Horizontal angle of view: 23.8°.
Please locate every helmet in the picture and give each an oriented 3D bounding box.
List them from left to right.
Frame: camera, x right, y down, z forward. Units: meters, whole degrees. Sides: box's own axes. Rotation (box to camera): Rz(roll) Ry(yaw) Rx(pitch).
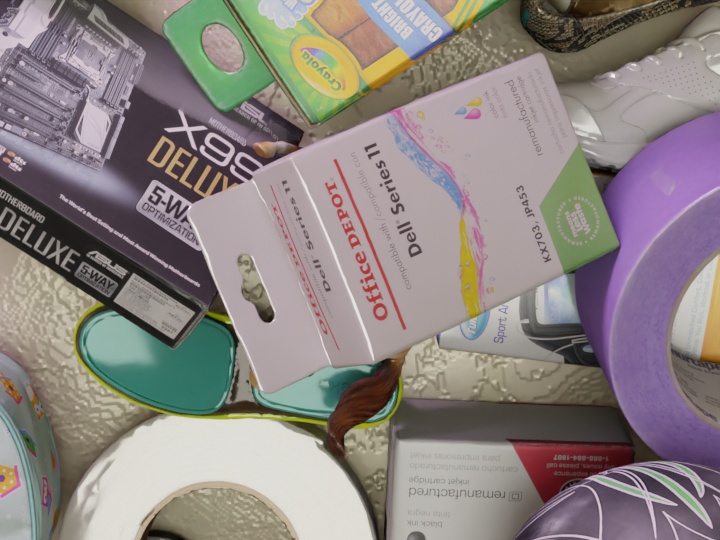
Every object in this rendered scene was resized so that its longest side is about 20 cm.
[{"bbox_3d":[0.161,0.195,0.910,0.200,0.200,0.191,-9,105,2],"label":"helmet"}]

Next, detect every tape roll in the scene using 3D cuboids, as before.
[{"bbox_3d":[-0.086,0.180,1.050,0.202,0.037,0.203,0,92,3],"label":"tape roll"},{"bbox_3d":[0.226,0.015,0.954,0.199,0.085,0.200,-3,117,-6],"label":"tape roll"}]

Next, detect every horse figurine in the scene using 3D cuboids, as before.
[{"bbox_3d":[0.000,0.000,0.968,0.132,0.050,0.201,-7,102,-39],"label":"horse figurine"}]

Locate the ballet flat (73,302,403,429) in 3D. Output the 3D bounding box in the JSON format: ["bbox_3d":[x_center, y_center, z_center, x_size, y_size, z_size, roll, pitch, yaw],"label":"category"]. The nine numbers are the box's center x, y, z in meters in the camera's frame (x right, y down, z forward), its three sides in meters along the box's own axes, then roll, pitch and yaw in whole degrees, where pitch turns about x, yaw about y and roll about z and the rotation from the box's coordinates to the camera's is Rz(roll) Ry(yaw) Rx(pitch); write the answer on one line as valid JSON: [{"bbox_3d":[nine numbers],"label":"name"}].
[{"bbox_3d":[-0.073,0.056,1.023,0.200,0.067,0.067,11,98,-11],"label":"ballet flat"}]

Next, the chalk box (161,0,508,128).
[{"bbox_3d":[-0.014,-0.165,0.941,0.200,0.124,0.125,-34,102,7],"label":"chalk box"}]

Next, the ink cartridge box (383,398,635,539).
[{"bbox_3d":[0.086,0.187,1.050,0.145,0.083,0.201,2,103,-2],"label":"ink cartridge box"}]

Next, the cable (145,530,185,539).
[{"bbox_3d":[-0.070,0.245,1.081,0.097,0.050,0.200,-29,102,9],"label":"cable"}]

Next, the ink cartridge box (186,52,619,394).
[{"bbox_3d":[0.023,-0.023,0.899,0.200,0.067,0.117,-25,95,-22],"label":"ink cartridge box"}]

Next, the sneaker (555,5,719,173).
[{"bbox_3d":[0.179,-0.105,0.991,0.199,0.078,0.100,4,97,-10],"label":"sneaker"}]

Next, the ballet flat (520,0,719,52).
[{"bbox_3d":[0.183,-0.180,0.961,0.200,0.075,0.068,-24,85,6],"label":"ballet flat"}]

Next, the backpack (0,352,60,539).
[{"bbox_3d":[-0.280,0.133,1.005,0.199,0.153,0.176,-9,99,-5],"label":"backpack"}]

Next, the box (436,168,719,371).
[{"bbox_3d":[0.129,-0.005,1.027,0.199,0.041,0.119,8,104,0],"label":"box"}]

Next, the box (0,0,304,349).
[{"bbox_3d":[-0.147,-0.071,0.949,0.200,0.158,0.050,34,136,-8],"label":"box"}]
